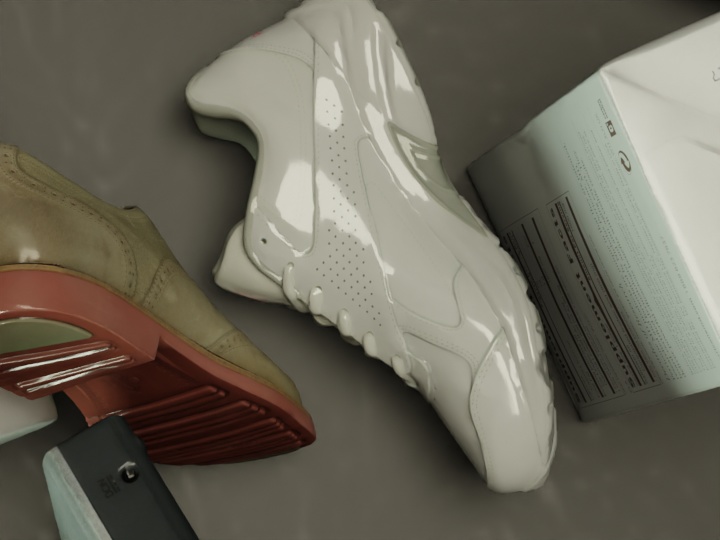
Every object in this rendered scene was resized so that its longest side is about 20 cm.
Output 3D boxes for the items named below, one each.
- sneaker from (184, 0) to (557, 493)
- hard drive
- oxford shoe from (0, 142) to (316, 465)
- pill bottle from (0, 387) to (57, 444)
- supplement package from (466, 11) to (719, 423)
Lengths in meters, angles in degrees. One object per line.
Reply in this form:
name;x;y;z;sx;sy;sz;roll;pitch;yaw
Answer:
sneaker;0.000;0.000;1.030;0.099;0.078;0.200;-27;80;-6
hard drive;-0.039;0.156;0.936;0.033;0.140;0.200;-29;72;-13
oxford shoe;-0.071;0.015;0.963;0.070;0.200;0.075;-14;65;19
pill bottle;-0.178;-0.028;0.971;0.114;0.114;0.201;-20;88;-12
supplement package;0.126;-0.024;0.984;0.114;0.200;0.110;-24;88;-11
